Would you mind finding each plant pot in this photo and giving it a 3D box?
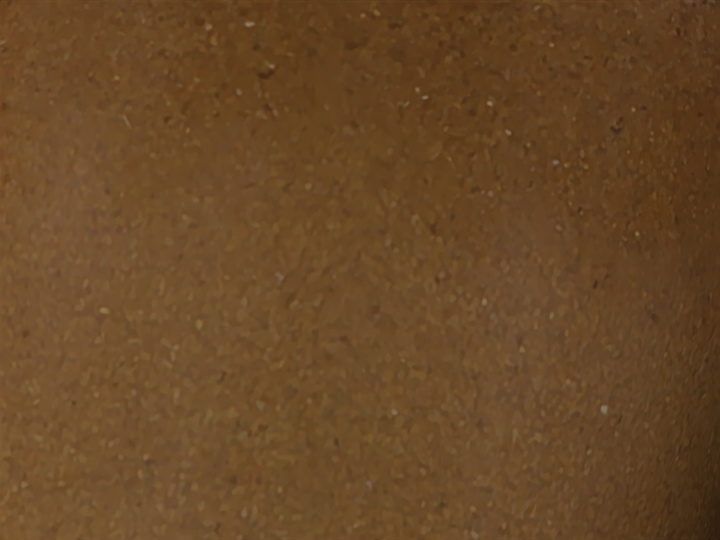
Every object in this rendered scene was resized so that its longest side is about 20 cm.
[{"bbox_3d":[-0.025,0.058,0.426,0.186,0.186,0.201,120,161,-75],"label":"plant pot"}]
